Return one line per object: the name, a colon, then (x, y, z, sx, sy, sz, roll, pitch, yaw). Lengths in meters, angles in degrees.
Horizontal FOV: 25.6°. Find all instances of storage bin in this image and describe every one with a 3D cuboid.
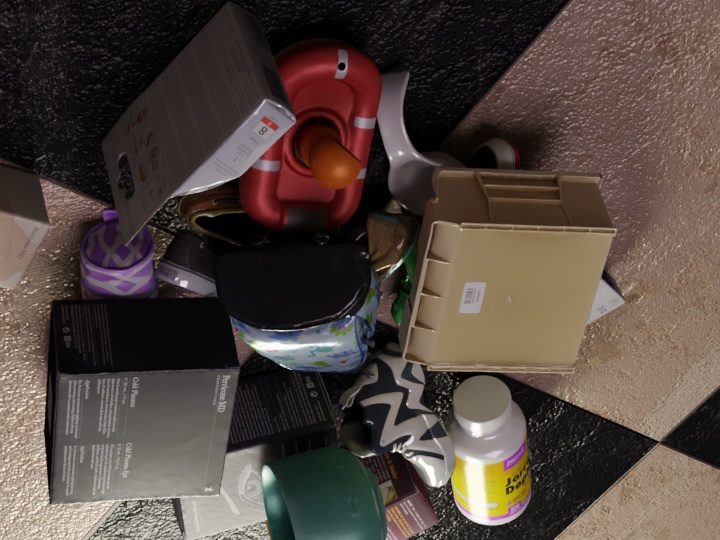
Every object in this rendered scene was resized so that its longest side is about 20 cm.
storage bin: (0.148, 0.003, 1.665, 0.196, 0.094, 0.202, 2, 129, -11)

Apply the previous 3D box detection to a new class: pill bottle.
pill bottle: (0.160, 0.224, 1.997, 0.103, 0.105, 0.201, -18, 137, -6)

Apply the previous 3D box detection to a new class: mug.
mug: (-0.041, 0.271, 1.790, 0.113, 0.185, 0.154, -13, 112, -15)

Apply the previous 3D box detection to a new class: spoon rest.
spoon rest: (0.060, -0.116, 1.649, 0.098, 0.061, 0.201, -5, 140, 25)

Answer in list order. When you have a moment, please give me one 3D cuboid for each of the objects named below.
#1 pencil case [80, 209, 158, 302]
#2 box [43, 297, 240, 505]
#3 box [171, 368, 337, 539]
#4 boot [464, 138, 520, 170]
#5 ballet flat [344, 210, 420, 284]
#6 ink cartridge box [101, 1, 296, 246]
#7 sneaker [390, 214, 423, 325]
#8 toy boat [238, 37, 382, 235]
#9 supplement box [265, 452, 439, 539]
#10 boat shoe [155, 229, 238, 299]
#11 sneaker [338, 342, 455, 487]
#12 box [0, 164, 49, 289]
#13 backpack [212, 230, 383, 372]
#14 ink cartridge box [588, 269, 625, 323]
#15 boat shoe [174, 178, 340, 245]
pencil case: (-0.250, 0.040, 1.657, 0.083, 0.086, 0.202, 3, 134, -6)
box: (-0.227, 0.134, 1.620, 0.180, 0.105, 0.202, 0, 133, -15)
box: (-0.131, 0.213, 1.862, 0.197, 0.105, 0.149, -12, 136, -12)
boot: (0.183, -0.075, 1.747, 0.142, 0.073, 0.201, -10, 143, -15)
ballet flat: (0.000, 0.000, 1.738, 0.072, 0.068, 0.201, 22, 141, -6)
ink cartridge box: (-0.154, -0.130, 1.479, 0.050, 0.163, 0.200, 27, 118, -37)
sneaker: (0.069, 0.031, 1.787, 0.082, 0.074, 0.202, -4, 125, 19)
toy boat: (-0.038, -0.121, 1.542, 0.129, 0.131, 0.203, 2, 111, -25)
supplement box: (-0.016, 0.300, 1.990, 0.198, 0.111, 0.086, -27, 137, 4)
boat shoe: (-0.144, 0.000, 1.672, 0.199, 0.069, 0.067, 25, 85, -57)
sneaker: (0.032, 0.200, 1.882, 0.129, 0.079, 0.201, -36, 127, -26)
box: (-0.405, -0.059, 1.501, 0.198, 0.078, 0.095, 14, 124, -33)
backpack: (-0.052, 0.035, 1.630, 0.161, 0.200, 0.156, -4, 92, 6)
ink cartridge box: (0.234, 0.023, 1.838, 0.099, 0.040, 0.200, -30, 156, 14)
boat shoe: (-0.103, -0.048, 1.648, 0.198, 0.068, 0.072, 10, 127, -31)
